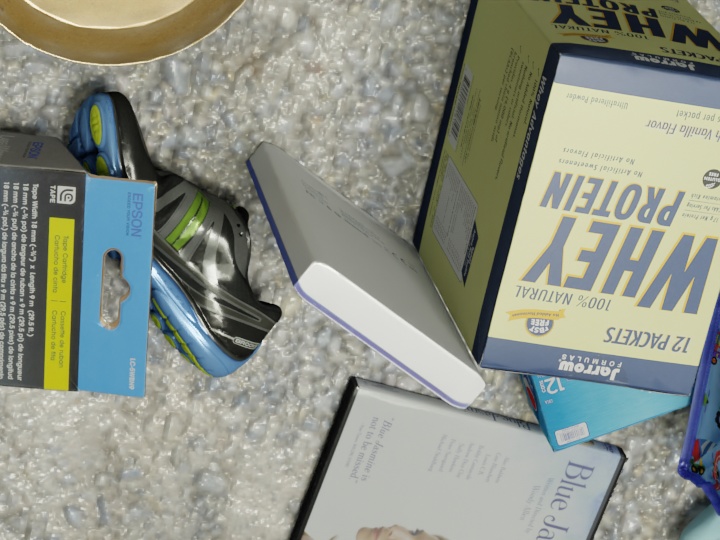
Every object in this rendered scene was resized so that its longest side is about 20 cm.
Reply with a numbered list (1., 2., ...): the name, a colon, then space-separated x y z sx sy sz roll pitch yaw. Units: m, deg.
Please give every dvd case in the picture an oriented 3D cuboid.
1. dvd case: 0.063 0.160 1.815 0.200 0.018 0.143 15 108 -17

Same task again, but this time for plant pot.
1. plant pot: -0.147 -0.220 1.613 0.199 0.027 0.201 -4 113 -9

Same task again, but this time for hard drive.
1. hard drive: 0.000 0.000 1.636 0.132 0.200 0.025 36 102 -22

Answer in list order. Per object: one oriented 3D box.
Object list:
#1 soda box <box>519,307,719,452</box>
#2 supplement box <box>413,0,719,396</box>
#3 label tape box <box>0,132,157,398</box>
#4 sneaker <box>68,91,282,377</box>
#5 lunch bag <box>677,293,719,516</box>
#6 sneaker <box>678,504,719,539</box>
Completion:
1. soda box: 0.203 0.045 1.767 0.200 0.068 0.064 -18 116 -3
2. supplement box: 0.134 -0.059 1.638 0.134 0.200 0.200 8 111 -14
3. label tape box: -0.222 -0.007 1.646 0.199 0.063 0.145 5 112 0
4. sneaker: -0.115 -0.029 1.684 0.083 0.071 0.200 -38 113 -18
5. lunch bag: 0.295 0.049 1.713 0.150 0.094 0.201 2 104 -13
6. sneaker: 0.282 0.120 1.821 0.200 0.074 0.082 -37 97 2
